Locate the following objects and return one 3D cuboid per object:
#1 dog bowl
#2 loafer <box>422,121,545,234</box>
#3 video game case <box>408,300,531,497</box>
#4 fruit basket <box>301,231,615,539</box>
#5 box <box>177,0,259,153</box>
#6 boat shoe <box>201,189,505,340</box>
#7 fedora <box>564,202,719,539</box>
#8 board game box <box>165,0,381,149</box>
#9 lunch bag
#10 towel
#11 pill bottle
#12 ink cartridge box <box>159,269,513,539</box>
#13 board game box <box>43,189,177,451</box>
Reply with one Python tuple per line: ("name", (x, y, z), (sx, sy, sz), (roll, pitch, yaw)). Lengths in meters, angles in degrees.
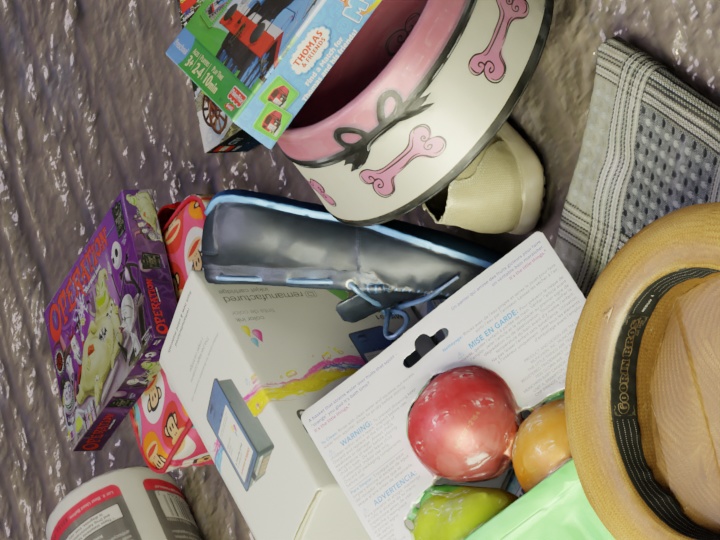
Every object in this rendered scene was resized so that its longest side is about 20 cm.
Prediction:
("dog bowl", (0.020, -0.130, 1.551), (0.200, 0.074, 0.200), (-37, 33, 29))
("loafer", (0.041, -0.088, 1.621), (0.200, 0.068, 0.076), (44, 130, 48))
("video game case", (0.055, 0.119, 1.671), (0.200, 0.022, 0.183), (61, 141, 34))
("fruit basket", (0.083, 0.110, 1.476), (0.185, 0.094, 0.200), (-39, 59, 14))
("box", (-0.062, -0.175, 1.808), (0.200, 0.038, 0.137), (-28, 70, 57))
("boat shoe", (0.000, 0.000, 1.613), (0.199, 0.084, 0.069), (13, 96, 13))
("fedora", (0.196, 0.067, 1.336), (0.200, 0.082, 0.201), (-3, 86, 45))
("board game box", (-0.027, -0.182, 1.564), (0.200, 0.037, 0.151), (-52, 27, 4))
("lunch bag", (-0.114, 0.035, 1.882), (0.200, 0.082, 0.177), (-49, 53, 51))
("towel", (0.165, -0.006, 1.459), (0.193, 0.034, 0.201), (44, 131, 47))
("pill bottle", (-0.154, 0.255, 1.951), (0.200, 0.110, 0.111), (62, 142, 34))
("ink cartridge box", (-0.018, 0.090, 1.627), (0.200, 0.145, 0.088), (59, 140, 38))
("board game box", (-0.184, 0.039, 1.913), (0.200, 0.032, 0.120), (129, 136, -53))
